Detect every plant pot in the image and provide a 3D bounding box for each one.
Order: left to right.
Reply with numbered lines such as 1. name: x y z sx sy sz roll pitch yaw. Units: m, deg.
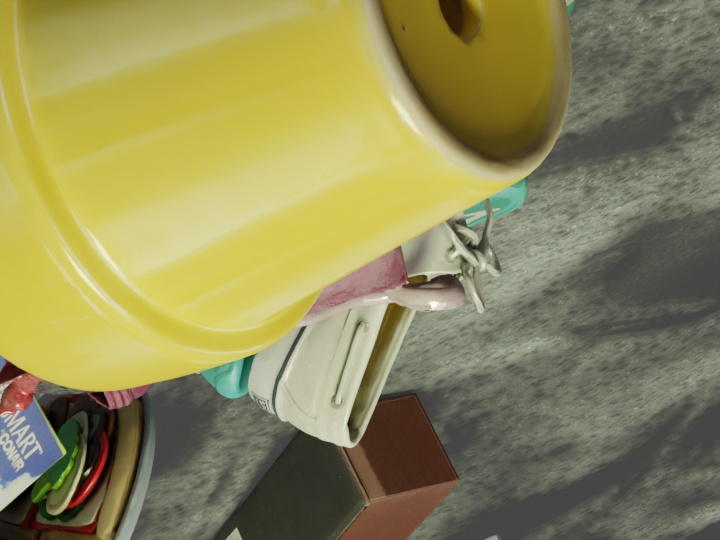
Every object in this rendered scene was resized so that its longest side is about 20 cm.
1. plant pot: -0.037 -0.072 0.814 0.188 0.203 0.200 -13 165 34

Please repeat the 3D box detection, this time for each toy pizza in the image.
1. toy pizza: -0.173 0.135 1.185 0.032 0.201 0.200 32 124 -25

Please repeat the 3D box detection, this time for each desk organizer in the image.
1. desk organizer: -0.024 0.163 1.489 0.077 0.072 0.200 -9 150 -37

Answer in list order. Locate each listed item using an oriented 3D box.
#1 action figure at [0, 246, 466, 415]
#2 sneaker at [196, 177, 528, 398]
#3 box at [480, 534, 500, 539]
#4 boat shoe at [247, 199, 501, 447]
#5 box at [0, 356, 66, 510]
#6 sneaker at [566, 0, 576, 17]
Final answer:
1. action figure: -0.078 0.010 1.044 0.200 0.149 0.134 -39 -170 -13
2. sneaker: 0.000 0.000 1.190 0.199 0.080 0.078 -27 155 1
3. box: 0.051 0.303 1.800 0.175 0.097 0.200 -22 154 -3
4. boat shoe: 0.029 -0.006 1.108 0.203 0.086 0.075 -60 158 -2
5. box: -0.221 0.088 1.064 0.200 0.048 0.122 -42 138 -20
6. sneaker: 0.009 -0.094 1.027 0.199 0.072 0.080 -18 148 -20
